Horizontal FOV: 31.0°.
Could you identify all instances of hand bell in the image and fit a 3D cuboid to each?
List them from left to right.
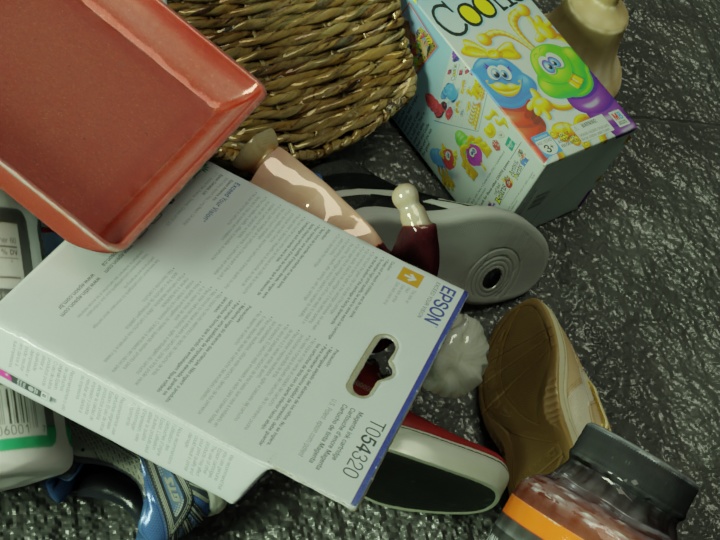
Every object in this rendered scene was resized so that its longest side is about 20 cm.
[{"bbox_3d":[0.205,-0.235,1.038,0.103,0.200,0.105,10,53,-13],"label":"hand bell"}]

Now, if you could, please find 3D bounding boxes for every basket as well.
[{"bbox_3d":[-0.077,-0.141,0.953,0.199,0.149,0.144,-20,98,-31],"label":"basket"}]

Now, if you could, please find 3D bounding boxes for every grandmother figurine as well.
[{"bbox_3d":[0.000,0.000,0.791,0.200,0.121,0.061,42,22,4],"label":"grandmother figurine"}]

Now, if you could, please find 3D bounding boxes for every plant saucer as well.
[{"bbox_3d":[-0.170,-0.109,0.702,0.200,0.037,0.200,38,37,-5],"label":"plant saucer"}]

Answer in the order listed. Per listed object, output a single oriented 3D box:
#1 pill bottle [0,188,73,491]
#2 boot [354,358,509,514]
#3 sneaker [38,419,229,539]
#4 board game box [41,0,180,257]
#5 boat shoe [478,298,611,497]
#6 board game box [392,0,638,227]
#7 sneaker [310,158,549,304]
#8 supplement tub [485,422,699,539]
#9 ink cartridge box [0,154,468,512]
[{"bbox_3d":[-0.222,0.017,0.692,0.112,0.113,0.201,-5,78,-24],"label":"pill bottle"},{"bbox_3d":[0.008,0.068,0.835,0.199,0.073,0.145,19,50,-3],"label":"boot"},{"bbox_3d":[-0.164,0.084,0.754,0.200,0.077,0.085,39,59,10],"label":"sneaker"},{"bbox_3d":[-0.207,-0.097,0.792,0.194,0.056,0.202,-8,88,-9],"label":"board game box"},{"bbox_3d":[0.130,0.106,0.858,0.069,0.074,0.201,34,33,-30],"label":"boat shoe"},{"bbox_3d":[0.095,-0.138,0.989,0.103,0.105,0.200,-23,68,-33],"label":"board game box"},{"bbox_3d":[0.036,-0.037,0.918,0.199,0.073,0.112,7,26,-39],"label":"sneaker"},{"bbox_3d":[0.106,0.187,0.709,0.107,0.107,0.201,30,86,1],"label":"supplement tub"},{"bbox_3d":[-0.063,0.030,0.680,0.199,0.043,0.197,28,36,6],"label":"ink cartridge box"}]
